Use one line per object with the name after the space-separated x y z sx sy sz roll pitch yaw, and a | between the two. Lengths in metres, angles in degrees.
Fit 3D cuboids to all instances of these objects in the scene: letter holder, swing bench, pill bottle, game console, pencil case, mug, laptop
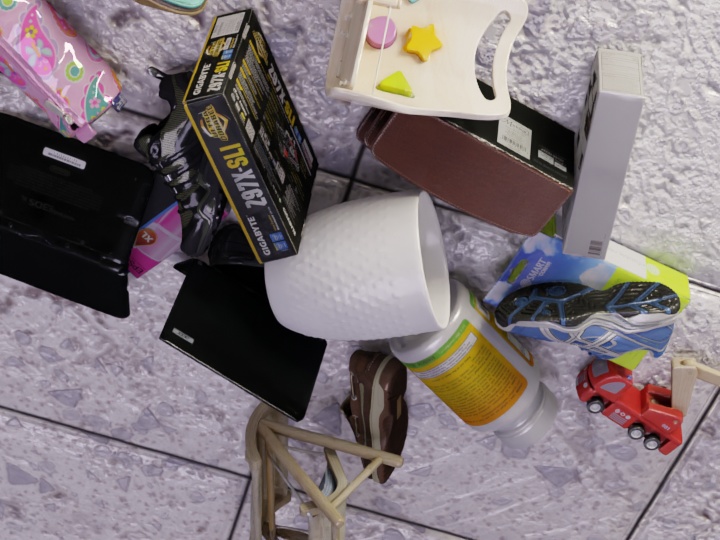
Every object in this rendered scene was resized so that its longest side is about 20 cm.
0.100 -0.110 1.485 0.198 0.101 0.143 27 129 -14 | letter holder
-0.063 0.287 1.759 0.198 0.129 0.201 26 136 28 | swing bench
0.135 0.113 1.650 0.110 0.112 0.200 -32 118 28 | pill bottle
-0.332 -0.059 1.602 0.197 0.116 0.178 19 91 4 | game console
-0.331 -0.224 1.462 0.087 0.088 0.200 -28 119 27 | pencil case
0.000 0.000 1.541 0.173 0.200 0.150 -9 90 13 | mug
-0.136 0.074 1.572 0.176 0.104 0.200 33 169 -13 | laptop

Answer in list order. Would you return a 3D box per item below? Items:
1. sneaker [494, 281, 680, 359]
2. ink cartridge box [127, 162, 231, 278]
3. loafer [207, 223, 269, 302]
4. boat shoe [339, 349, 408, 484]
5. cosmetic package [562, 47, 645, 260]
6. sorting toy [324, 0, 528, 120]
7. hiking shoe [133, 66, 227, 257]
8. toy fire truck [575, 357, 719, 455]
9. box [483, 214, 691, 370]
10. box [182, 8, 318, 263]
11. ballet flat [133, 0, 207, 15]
0.243 0.061 1.555 0.197 0.076 0.078 2 125 7 | sneaker
-0.243 -0.055 1.618 0.199 0.037 0.095 -31 118 30 | ink cartridge box
-0.083 0.020 1.631 0.199 0.071 0.068 28 129 -14 | loafer
0.014 0.171 1.751 0.074 0.075 0.204 21 133 20 | boat shoe
0.244 -0.117 1.471 0.050 0.083 0.202 9 129 3 | cosmetic package
0.068 -0.221 1.366 0.177 0.203 0.107 14 166 -8 | sorting toy
-0.188 -0.115 1.519 0.099 0.076 0.203 7 107 0 | hiking shoe
0.366 0.145 1.684 0.199 0.049 0.141 33 125 -17 | toy fire truck
0.250 0.022 1.602 0.198 0.048 0.123 24 127 -11 | box
-0.105 -0.135 1.454 0.049 0.161 0.202 -12 127 16 | box
-0.240 -0.308 1.408 0.199 0.069 0.063 33 154 -15 | ballet flat
